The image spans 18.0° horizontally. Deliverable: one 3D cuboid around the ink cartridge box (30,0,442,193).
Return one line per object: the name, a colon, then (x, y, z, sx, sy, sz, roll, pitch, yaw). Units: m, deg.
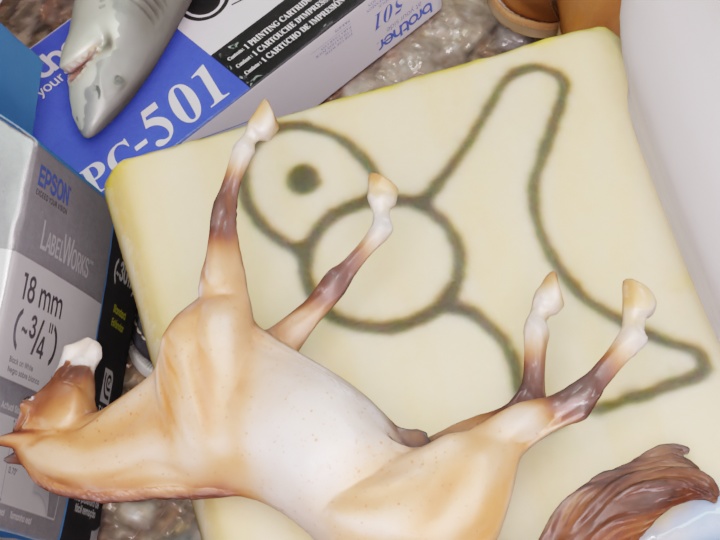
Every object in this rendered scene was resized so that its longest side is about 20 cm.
ink cartridge box: (-0.067, -0.097, 1.007, 0.200, 0.044, 0.094, -39, 59, -19)

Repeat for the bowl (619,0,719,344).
bowl: (0.168, -0.016, 0.725, 0.199, 0.075, 0.201, 18, 40, -37)

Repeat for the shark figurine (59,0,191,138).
shark figurine: (-0.055, -0.162, 0.962, 0.089, 0.215, 0.128, 24, 20, -22)

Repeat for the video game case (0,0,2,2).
video game case: (-0.185, -0.184, 0.981, 0.181, 0.023, 0.200, 4, 50, 32)

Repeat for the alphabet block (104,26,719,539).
alphabet block: (0.036, 0.068, 0.791, 0.194, 0.197, 0.201, -14, 55, -6)

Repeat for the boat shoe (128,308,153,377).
boat shoe: (0.000, 0.000, 0.923, 0.199, 0.060, 0.074, -8, 55, 1)

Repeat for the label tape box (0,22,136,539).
label tape box: (-0.132, -0.001, 0.849, 0.063, 0.144, 0.201, 6, 79, 13)

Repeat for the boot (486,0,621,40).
boot: (0.115, -0.148, 0.935, 0.073, 0.155, 0.200, 13, 34, -13)

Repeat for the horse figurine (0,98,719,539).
horse figurine: (0.002, 0.039, 0.662, 0.199, 0.050, 0.133, 27, 75, 16)
